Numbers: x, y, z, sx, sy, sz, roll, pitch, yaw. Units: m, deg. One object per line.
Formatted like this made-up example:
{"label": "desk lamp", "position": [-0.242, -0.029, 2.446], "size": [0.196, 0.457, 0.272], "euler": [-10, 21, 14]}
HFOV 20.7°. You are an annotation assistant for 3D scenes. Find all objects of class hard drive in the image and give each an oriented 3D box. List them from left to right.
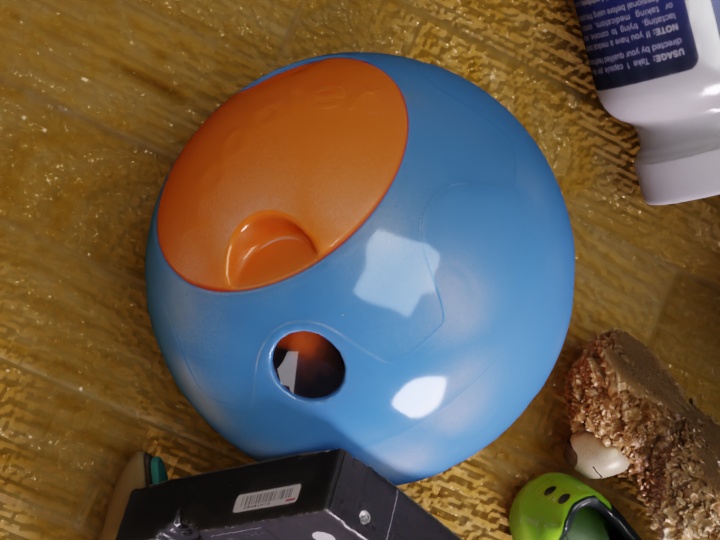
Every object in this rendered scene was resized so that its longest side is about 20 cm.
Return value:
{"label": "hard drive", "position": [0.000, 0.154, 0.925], "size": [0.200, 0.139, 0.038], "euler": [42, 50, -33]}

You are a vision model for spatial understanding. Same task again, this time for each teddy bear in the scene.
{"label": "teddy bear", "position": [0.176, 0.121, 1.010], "size": [0.200, 0.145, 0.067], "euler": [38, 112, -14]}

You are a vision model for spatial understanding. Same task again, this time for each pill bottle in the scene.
{"label": "pill bottle", "position": [0.166, -0.142, 1.006], "size": [0.115, 0.116, 0.201], "euler": [-16, 96, -16]}

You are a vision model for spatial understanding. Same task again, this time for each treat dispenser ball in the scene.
{"label": "treat dispenser ball", "position": [0.000, 0.000, 0.915], "size": [0.199, 0.201, 0.202], "euler": [0, 91, -17]}

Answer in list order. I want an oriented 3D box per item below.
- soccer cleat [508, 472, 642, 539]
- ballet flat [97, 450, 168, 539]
{"label": "soccer cleat", "position": [0.149, 0.190, 1.027], "size": [0.067, 0.081, 0.200], "euler": [-41, 102, -12]}
{"label": "ballet flat", "position": [-0.108, 0.190, 0.961], "size": [0.063, 0.069, 0.201], "euler": [-11, 93, 2]}
